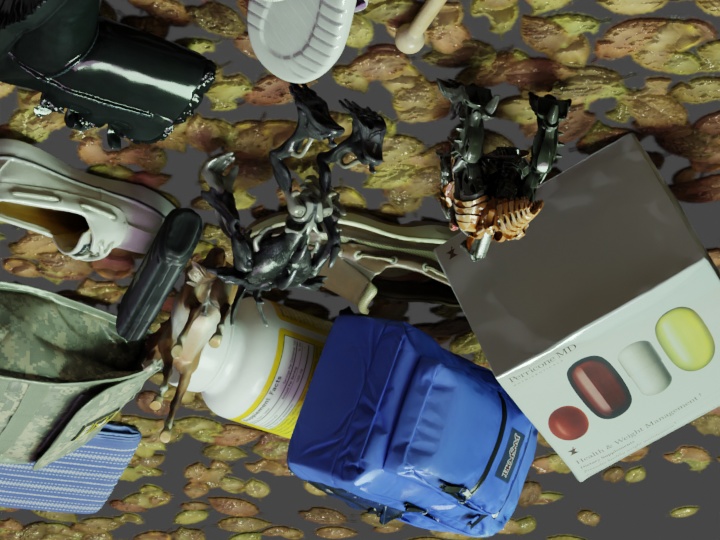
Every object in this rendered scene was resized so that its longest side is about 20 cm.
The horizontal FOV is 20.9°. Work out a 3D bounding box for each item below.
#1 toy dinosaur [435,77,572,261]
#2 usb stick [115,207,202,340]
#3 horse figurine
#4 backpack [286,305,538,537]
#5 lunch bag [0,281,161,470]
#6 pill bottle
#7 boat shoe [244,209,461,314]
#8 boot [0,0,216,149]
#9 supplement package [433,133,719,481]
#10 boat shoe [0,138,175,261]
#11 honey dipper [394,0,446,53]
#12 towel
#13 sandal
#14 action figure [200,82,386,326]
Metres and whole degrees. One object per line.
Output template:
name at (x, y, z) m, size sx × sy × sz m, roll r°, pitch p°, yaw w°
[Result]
toy dinosaur at (0.108, -0.068, 1.482) m, size 0.102 × 0.136 × 0.200 m, roll 4°, pitch -168°, yaw -34°
usb stick at (-0.167, 0.005, 1.603) m, size 0.033 × 0.055 × 0.200 m, roll 25°, pitch 154°, yaw -8°
horse figurine at (-0.141, 0.046, 1.621) m, size 0.050 × 0.133 × 0.200 m, roll 19°, pitch 133°, yaw -9°
backpack at (0.064, 0.149, 1.675) m, size 0.168 × 0.163 × 0.200 m, roll 16°, pitch 169°, yaw 47°
lunch bag at (-0.294, 0.101, 1.770) m, size 0.200 × 0.118 × 0.164 m, roll 10°, pitch 146°, yaw -26°
pill bottle at (-0.071, 0.089, 1.754) m, size 0.200 × 0.113 × 0.112 m, roll 21°, pitch 142°, yaw -28°
boat shoe at (0.001, -0.003, 1.644) m, size 0.202 × 0.075 × 0.075 m, roll 2°, pitch 147°, yaw -3°
boot at (-0.179, -0.163, 1.398) m, size 0.162 × 0.073 × 0.198 m, roll 22°, pitch 148°, yaw -27°
supplement package at (0.201, 0.035, 1.595) m, size 0.191 × 0.147 × 0.200 m, roll -31°, pitch 140°, yaw 9°
boat shoe at (-0.227, -0.040, 1.587) m, size 0.071 × 0.070 × 0.200 m, roll -27°, pitch 142°, yaw 37°
honey dipper at (0.068, -0.212, 1.362) m, size 0.038 × 0.038 × 0.200 m, roll 13°, pitch 148°, yaw -20°
towel at (-0.317, 0.199, 2.010) m, size 0.145 × 0.024 × 0.200 m, roll 9°, pitch 148°, yaw -18°
sandal at (-0.022, -0.204, 1.353) m, size 0.050 × 0.082 × 0.203 m, roll -33°, pitch 163°, yaw -35°
action figure at (-0.058, -0.053, 1.539) m, size 0.119 × 0.102 × 0.200 m, roll 9°, pitch 126°, yaw -35°
